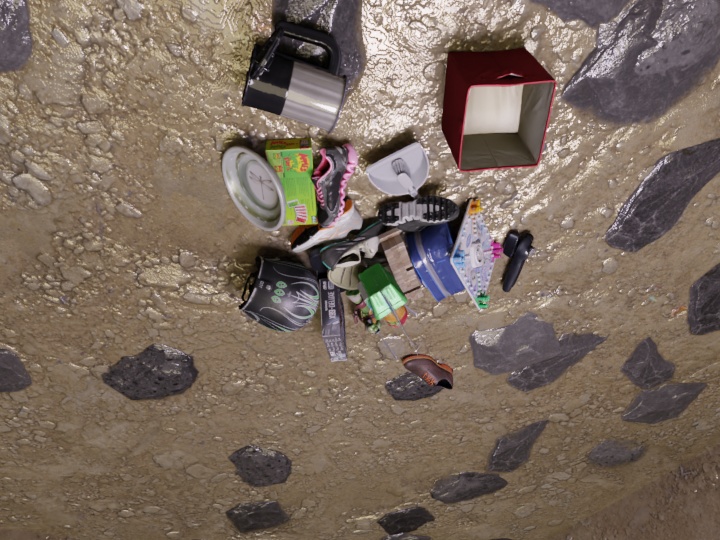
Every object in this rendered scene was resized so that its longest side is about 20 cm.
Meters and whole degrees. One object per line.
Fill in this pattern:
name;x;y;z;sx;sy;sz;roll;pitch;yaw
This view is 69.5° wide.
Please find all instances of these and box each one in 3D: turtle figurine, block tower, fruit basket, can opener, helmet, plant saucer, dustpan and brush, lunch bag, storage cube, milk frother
turtle figurine;0.053;0.098;1.419;0.144;0.199;0.195;-42;127;-16
block tower;0.103;-0.009;1.301;0.053;0.058;0.201;-23;129;3
fruit basket;0.068;0.092;1.269;0.093;0.186;0.202;-25;124;-2
can opener;0.428;-0.022;1.423;0.063;0.078;0.202;-34;143;-29
helmet;-0.195;0.063;1.319;0.189;0.201;0.201;22;125;-22
plant saucer;-0.224;-0.186;1.150;0.050;0.199;0.202;-38;144;-35
dustpan and brush;0.111;-0.205;1.211;0.138;0.058;0.200;-24;159;16
lunch bag;0.201;-0.020;1.333;0.131;0.137;0.201;-24;128;17
storage cube;0.266;-0.326;1.050;0.168;0.181;0.202;-5;132;-3
milk frother;-0.116;-0.352;0.969;0.185;0.201;0.182;12;125;-17

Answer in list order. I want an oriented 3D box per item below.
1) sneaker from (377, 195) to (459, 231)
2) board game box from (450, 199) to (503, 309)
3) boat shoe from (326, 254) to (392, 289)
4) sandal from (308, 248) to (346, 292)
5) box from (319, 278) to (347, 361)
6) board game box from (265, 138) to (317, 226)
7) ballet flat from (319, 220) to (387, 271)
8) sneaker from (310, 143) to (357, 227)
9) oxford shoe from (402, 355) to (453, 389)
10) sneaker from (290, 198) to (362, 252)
sneaker;0.147;-0.134;1.255;0.197;0.068;0.090;-3;166;25
board game box;0.296;-0.040;1.296;0.026;0.202;0.201;-3;140;37
boat shoe;0.000;0.000;1.343;0.197;0.068;0.076;-1;115;-26
sandal;-0.087;0.014;1.367;0.075;0.043;0.201;-17;147;10
box;-0.070;0.135;1.381;0.049;0.160;0.201;-5;153;1
board game box;-0.155;-0.199;1.195;0.100;0.048;0.202;-4;131;-4
ballet flat;-0.005;-0.054;1.280;0.198;0.069;0.068;-28;164;-16
sneaker;-0.078;-0.191;1.171;0.094;0.079;0.202;-6;125;-38
oxford shoe;0.224;0.332;1.683;0.198;0.073;0.071;20;126;-22
sneaker;-0.081;-0.089;1.285;0.198;0.076;0.092;-29;133;19
